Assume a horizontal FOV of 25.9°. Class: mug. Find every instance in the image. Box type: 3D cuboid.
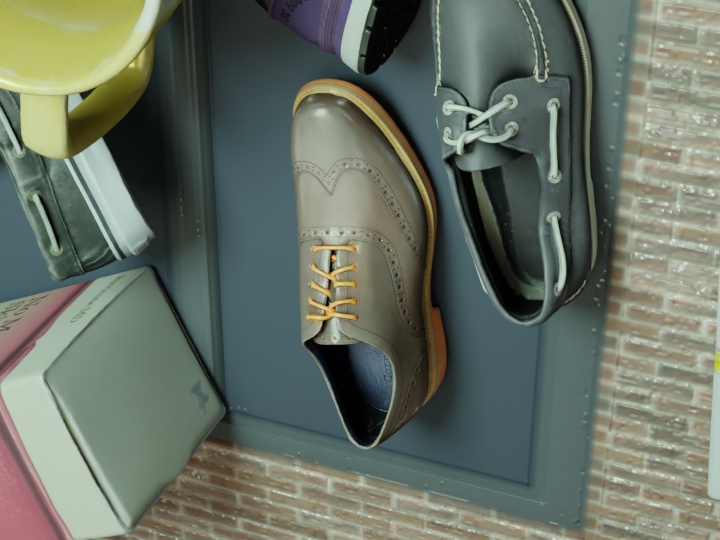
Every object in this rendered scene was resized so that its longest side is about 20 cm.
[{"bbox_3d":[-0.131,-0.168,0.718,0.149,0.153,0.187,42,128,-4],"label":"mug"}]

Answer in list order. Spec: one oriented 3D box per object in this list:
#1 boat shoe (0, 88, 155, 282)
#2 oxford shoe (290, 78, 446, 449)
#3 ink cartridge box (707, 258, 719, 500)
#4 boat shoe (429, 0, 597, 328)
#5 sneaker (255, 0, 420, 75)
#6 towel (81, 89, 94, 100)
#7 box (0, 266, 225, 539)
[{"bbox_3d":[-0.180,-0.082,0.803,0.071,0.072,0.200,-31,105,-8],"label":"boat shoe"},{"bbox_3d":[0.000,0.000,0.812,0.071,0.073,0.200,-2,118,26],"label":"oxford shoe"},{"bbox_3d":[0.238,0.015,0.705,0.145,0.083,0.201,7,122,20],"label":"ink cartridge box"},{"bbox_3d":[0.071,-0.065,0.745,0.072,0.063,0.201,-2,119,26],"label":"boat shoe"},{"bbox_3d":[-0.005,-0.188,0.701,0.087,0.076,0.200,29,128,13],"label":"sneaker"},{"bbox_3d":[-0.237,-0.128,0.875,0.200,0.024,0.147,-24,105,32],"label":"towel"},{"bbox_3d":[-0.205,0.089,0.928,0.200,0.128,0.109,-14,112,30],"label":"box"}]
